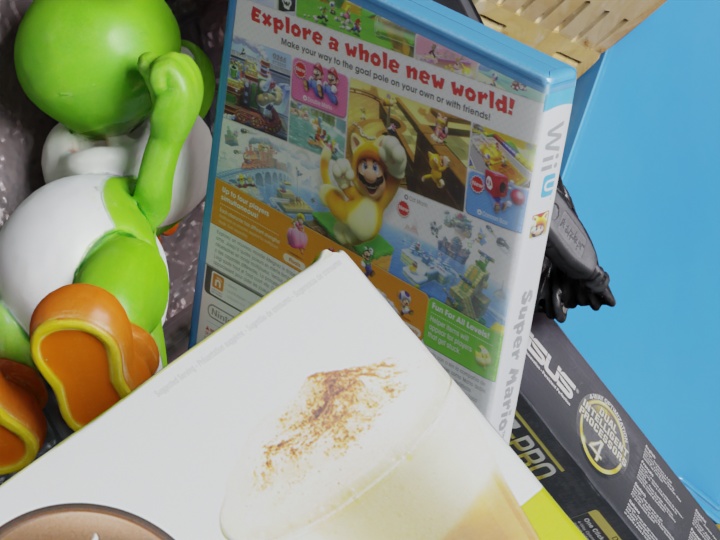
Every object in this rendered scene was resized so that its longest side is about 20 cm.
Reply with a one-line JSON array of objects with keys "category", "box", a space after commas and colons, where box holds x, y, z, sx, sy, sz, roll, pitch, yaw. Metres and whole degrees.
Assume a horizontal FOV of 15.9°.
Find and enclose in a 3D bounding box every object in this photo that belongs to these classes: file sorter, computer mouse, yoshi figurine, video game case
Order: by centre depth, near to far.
[{"category": "video game case", "box": [0.000, 0.000, 0.880, 0.018, 0.143, 0.201, -19, 127, -43]}, {"category": "computer mouse", "box": [0.027, -0.067, 0.893, 0.200, 0.046, 0.141, 59, 8, -36]}, {"category": "yoshi figurine", "box": [-0.103, -0.034, 0.912, 0.112, 0.112, 0.201, 19, 42, -5]}, {"category": "file sorter", "box": [0.093, -0.012, 1.079, 0.139, 0.122, 0.201, 38, 60, -31]}]

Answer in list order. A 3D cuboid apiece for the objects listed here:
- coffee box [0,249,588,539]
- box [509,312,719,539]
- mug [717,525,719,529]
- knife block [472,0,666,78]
[{"category": "coffee box", "box": [-0.045, 0.153, 0.819, 0.199, 0.200, 0.198, -35, 80, -30]}, {"category": "box", "box": [0.048, 0.107, 0.992, 0.200, 0.161, 0.049, 49, 42, -24]}, {"category": "mug", "box": [0.213, 0.123, 1.181, 0.153, 0.186, 0.150, -45, 150, -27]}, {"category": "knife block", "box": [0.074, -0.169, 1.017, 0.064, 0.200, 0.176, 21, 45, -31]}]
